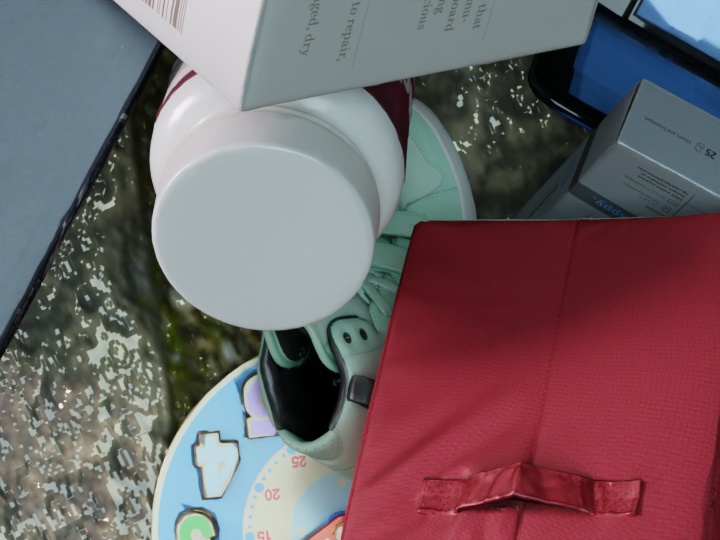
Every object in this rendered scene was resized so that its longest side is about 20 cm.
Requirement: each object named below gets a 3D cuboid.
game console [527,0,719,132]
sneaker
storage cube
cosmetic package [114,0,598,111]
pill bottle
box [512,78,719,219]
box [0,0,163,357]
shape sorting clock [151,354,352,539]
[{"bbox_3d":[0.200,-0.115,1.192,0.200,0.118,0.171,29,91,-6],"label":"game console"},{"bbox_3d":[0.000,0.000,1.157,0.074,0.118,0.201,-6,76,26],"label":"sneaker"},{"bbox_3d":[0.112,0.092,1.089,0.171,0.200,0.180,-2,58,26],"label":"storage cube"},{"bbox_3d":[-0.005,-0.191,1.015,0.200,0.167,0.167,-15,132,-38],"label":"cosmetic package"},{"bbox_3d":[-0.034,-0.069,1.083,0.114,0.200,0.114,3,125,4],"label":"pill bottle"},{"bbox_3d":[0.160,-0.003,1.156,0.156,0.200,0.041,28,65,-6],"label":"box"},{"bbox_3d":[-0.178,-0.054,1.132,0.104,0.182,0.200,28,91,-5],"label":"box"},{"bbox_3d":[-0.008,0.133,1.227,0.199,0.039,0.201,0,93,-5],"label":"shape sorting clock"}]
